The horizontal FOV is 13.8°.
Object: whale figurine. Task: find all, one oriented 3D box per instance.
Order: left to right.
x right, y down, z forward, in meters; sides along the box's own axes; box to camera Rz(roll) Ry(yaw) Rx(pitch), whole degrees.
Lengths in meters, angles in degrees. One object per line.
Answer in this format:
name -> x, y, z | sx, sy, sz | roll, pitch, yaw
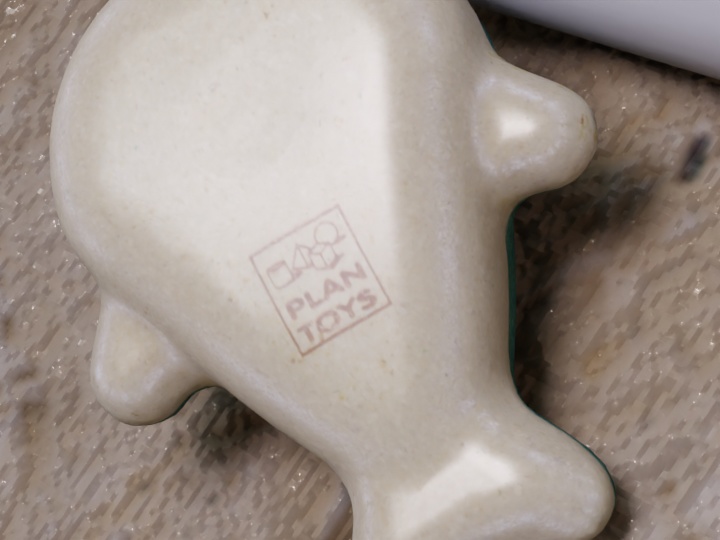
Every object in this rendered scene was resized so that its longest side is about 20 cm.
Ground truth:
whale figurine -> 0.000, 0.000, 0.823 | 0.159, 0.104, 0.200 | -32, 75, 10

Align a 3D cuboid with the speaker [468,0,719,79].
speaker -> 0.098, -0.094, 0.813 | 0.200, 0.081, 0.081 | 21, 75, 38
